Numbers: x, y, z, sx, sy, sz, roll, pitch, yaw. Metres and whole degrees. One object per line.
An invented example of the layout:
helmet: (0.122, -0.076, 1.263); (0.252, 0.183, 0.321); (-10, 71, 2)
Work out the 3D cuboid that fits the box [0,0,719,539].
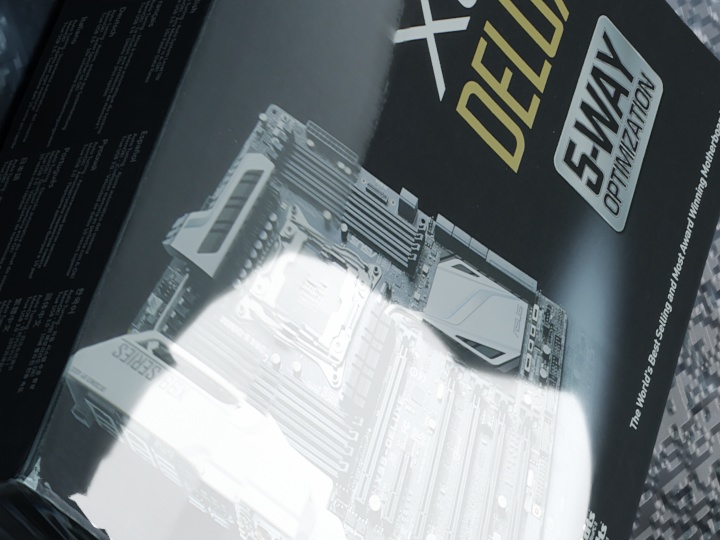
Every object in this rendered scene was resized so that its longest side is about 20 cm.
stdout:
box: (0.000, 0.000, 0.576); (0.158, 0.050, 0.200); (44, 52, -36)
